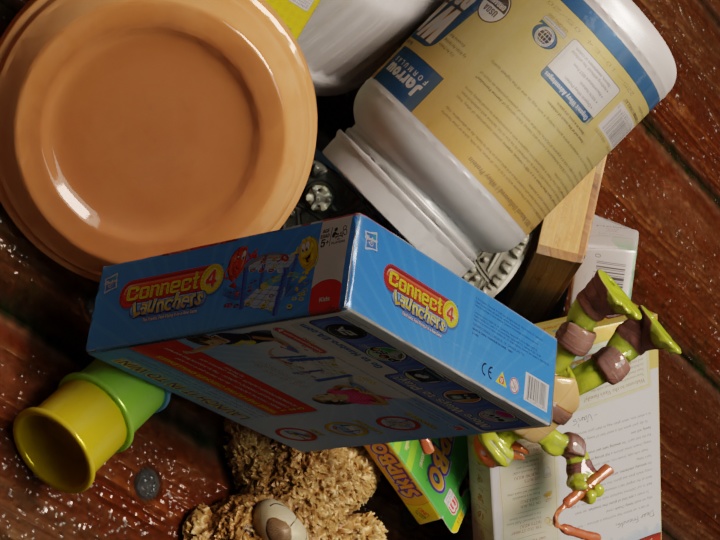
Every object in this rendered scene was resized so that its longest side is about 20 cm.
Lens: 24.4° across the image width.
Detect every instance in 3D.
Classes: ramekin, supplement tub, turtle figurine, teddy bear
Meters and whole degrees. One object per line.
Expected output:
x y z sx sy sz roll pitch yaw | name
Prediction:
-0.021 -0.228 1.106 0.199 0.105 0.201 25 52 -36 | ramekin
0.087 -0.104 1.068 0.200 0.145 0.145 -45 127 2 | supplement tub
0.132 0.085 1.100 0.200 0.161 0.064 41 13 -23 | turtle figurine
-0.032 0.141 1.121 0.200 0.066 0.146 -25 102 -48 | teddy bear

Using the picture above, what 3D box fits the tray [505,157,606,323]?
0.141 -0.030 1.214 0.200 0.037 0.099 94 9 -75 | tray

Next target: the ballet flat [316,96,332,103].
-0.022 -0.153 1.179 0.200 0.046 0.068 -33 111 -45 | ballet flat

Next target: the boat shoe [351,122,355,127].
0.063 -0.144 1.261 0.199 0.068 0.085 -26 104 -43 | boat shoe

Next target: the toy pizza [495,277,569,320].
0.102 -0.015 1.313 0.200 0.032 0.202 -2 92 -49 | toy pizza

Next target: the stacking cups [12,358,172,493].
-0.132 0.056 1.033 0.200 0.060 0.061 -47 120 -47 | stacking cups

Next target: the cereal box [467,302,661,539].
0.146 0.134 1.181 0.143 0.039 0.201 -11 108 -24 | cereal box

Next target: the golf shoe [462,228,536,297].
0.103 -0.050 1.187 0.097 0.078 0.201 63 36 -52 | golf shoe

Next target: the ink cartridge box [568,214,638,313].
0.188 0.041 1.301 0.200 0.050 0.162 -41 138 -72 | ink cartridge box

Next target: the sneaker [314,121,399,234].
0.010 -0.017 1.188 0.200 0.078 0.066 48 12 -15 | sneaker

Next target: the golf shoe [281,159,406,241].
0.000 0.000 1.104 0.200 0.077 0.088 55 19 -27 | golf shoe

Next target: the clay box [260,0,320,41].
-0.106 -0.140 0.999 0.114 0.048 0.201 30 101 -15 | clay box

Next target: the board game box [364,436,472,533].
0.022 0.083 1.157 0.200 0.030 0.096 54 37 -17 | board game box

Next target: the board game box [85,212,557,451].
-0.020 0.044 0.969 0.200 0.195 0.056 31 58 -45 | board game box

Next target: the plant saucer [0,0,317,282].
-0.122 -0.082 0.970 0.199 0.037 0.202 -3 107 -9 | plant saucer

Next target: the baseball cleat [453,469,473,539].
0.092 0.140 1.256 0.106 0.069 0.201 30 67 -43 | baseball cleat
